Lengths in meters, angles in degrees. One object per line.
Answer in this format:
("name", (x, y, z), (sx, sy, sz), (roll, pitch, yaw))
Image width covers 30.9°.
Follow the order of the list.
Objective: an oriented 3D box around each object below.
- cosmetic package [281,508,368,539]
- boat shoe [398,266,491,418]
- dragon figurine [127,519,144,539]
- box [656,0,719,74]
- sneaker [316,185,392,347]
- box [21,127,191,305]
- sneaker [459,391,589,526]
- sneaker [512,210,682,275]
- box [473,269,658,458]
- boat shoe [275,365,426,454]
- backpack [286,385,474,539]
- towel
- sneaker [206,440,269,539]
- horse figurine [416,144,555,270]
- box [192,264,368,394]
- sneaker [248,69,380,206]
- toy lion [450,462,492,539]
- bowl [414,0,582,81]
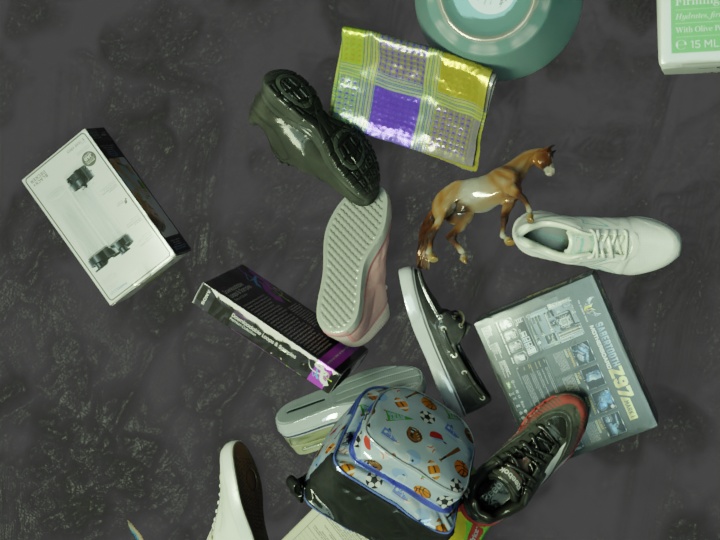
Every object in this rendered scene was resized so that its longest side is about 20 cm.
("cosmetic package", (-0.023, 0.337, 1.627), (0.200, 0.071, 0.105), (-46, 75, 26))
("boat shoe", (0.106, 0.082, 1.590), (0.066, 0.070, 0.200), (-21, 94, 7))
("dragon figurine", (-0.262, 0.429, 1.727), (0.200, 0.059, 0.099), (40, 104, 3))
("box", (0.419, -0.301, 1.393), (0.199, 0.200, 0.172), (-1, 96, 14))
("sneaker", (0.000, 0.000, 1.607), (0.075, 0.105, 0.200), (6, 70, 21))
("box", (-0.324, -0.070, 1.669), (0.117, 0.060, 0.200), (-37, 88, 15))
("sneaker", (0.192, 0.223, 1.514), (0.071, 0.098, 0.200), (44, 93, 7))
("sneaker", (0.275, -0.030, 1.528), (0.200, 0.080, 0.071), (4, 97, 11))
("box", (0.248, 0.120, 1.569), (0.158, 0.051, 0.200), (-24, 92, 16))
("boat shoe", (-0.007, 0.174, 1.636), (0.200, 0.072, 0.062), (-18, 122, 15))
("backpack", (0.041, 0.221, 1.506), (0.200, 0.191, 0.154), (37, 116, -8))
("towel", (0.060, -0.204, 1.550), (0.200, 0.023, 0.144), (21, 131, 10))
("sneaker", (-0.170, 0.321, 1.683), (0.085, 0.073, 0.200), (-9, 92, 22))
("horse figurine", (0.140, -0.073, 1.547), (0.200, 0.133, 0.050), (-24, 133, 27))
("box", (-0.095, 0.068, 1.594), (0.200, 0.143, 0.036), (35, 105, 7))
("sneaker", (-0.056, -0.151, 1.590), (0.200, 0.076, 0.091), (49, 134, 5))
("toy lion", (0.091, 0.295, 1.631), (0.192, 0.069, 0.200), (22, 103, 16))
("bowl", (0.151, -0.318, 1.501), (0.201, 0.105, 0.201), (2, 99, 14))
